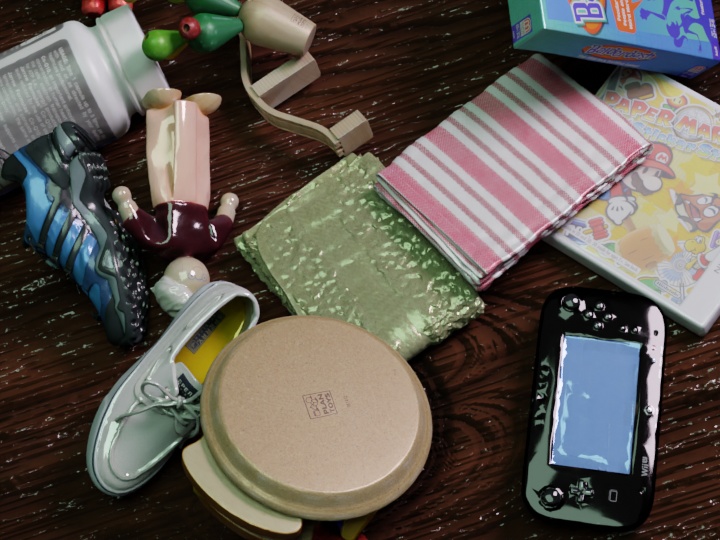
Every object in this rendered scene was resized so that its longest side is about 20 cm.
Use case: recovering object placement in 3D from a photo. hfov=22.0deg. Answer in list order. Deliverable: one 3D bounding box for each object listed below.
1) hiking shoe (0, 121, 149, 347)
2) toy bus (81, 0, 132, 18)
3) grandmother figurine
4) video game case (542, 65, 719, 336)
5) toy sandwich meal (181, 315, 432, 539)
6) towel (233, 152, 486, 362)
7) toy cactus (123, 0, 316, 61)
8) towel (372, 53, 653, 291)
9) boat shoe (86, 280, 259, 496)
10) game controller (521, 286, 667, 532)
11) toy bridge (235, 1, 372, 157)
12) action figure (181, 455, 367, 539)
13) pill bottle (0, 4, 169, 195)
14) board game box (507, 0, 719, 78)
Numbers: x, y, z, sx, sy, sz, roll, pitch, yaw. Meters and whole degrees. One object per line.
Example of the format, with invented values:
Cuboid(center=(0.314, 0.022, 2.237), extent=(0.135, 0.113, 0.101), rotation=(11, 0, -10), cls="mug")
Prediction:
Cuboid(center=(-0.243, -0.023, 1.586), extent=(0.086, 0.074, 0.202), rotation=(-21, 82, 9), cls="hiking shoe")
Cuboid(center=(-0.265, -0.335, 1.739), extent=(0.198, 0.136, 0.194), rotation=(1, 80, 14), cls="toy bus")
Cuboid(center=(-0.156, -0.053, 1.586), extent=(0.120, 0.061, 0.202), rotation=(1, 75, -23), cls="grandmother figurine")
Cuboid(center=(0.254, -0.067, 1.551), extent=(0.199, 0.023, 0.182), rotation=(32, 74, 24), cls="video game case")
Cuboid(center=(-0.040, 0.128, 1.446), extent=(0.203, 0.071, 0.207), rotation=(6, 52, -8), cls="toy sandwich meal")
Cuboid(center=(0.000, 0.000, 1.561), extent=(0.148, 0.037, 0.200), rotation=(-35, 62, -8), cls="towel")
Cuboid(center=(-0.116, -0.244, 1.636), extent=(0.164, 0.103, 0.200), rotation=(23, 36, 4), cls="toy cactus")
Cuboid(center=(0.128, -0.087, 1.556), extent=(0.199, 0.030, 0.146), rotation=(-37, 60, -15), cls="towel")
Cuboid(center=(-0.145, 0.098, 1.500), extent=(0.075, 0.086, 0.203), rotation=(42, 76, -19), cls="boat shoe")
Cuboid(center=(0.187, 0.109, 1.467), extent=(0.103, 0.042, 0.202), rotation=(3, 65, 13), cls="game controller")
Cuboid(center=(-0.069, -0.169, 1.653), extent=(0.067, 0.027, 0.200), rotation=(-34, 56, -7), cls="toy bridge")
Cuboid(center=(-0.053, 0.197, 1.467), extent=(0.200, 0.052, 0.065), rotation=(41, 83, 20), cls="action figure")
Cuboid(center=(-0.275, -0.152, 1.646), extent=(0.198, 0.114, 0.114), rotation=(-25, 62, -2), cls="pill bottle")
Cuboid(center=(0.208, -0.251, 1.556), extent=(0.198, 0.045, 0.154), rotation=(4, 71, -33), cls="board game box")
